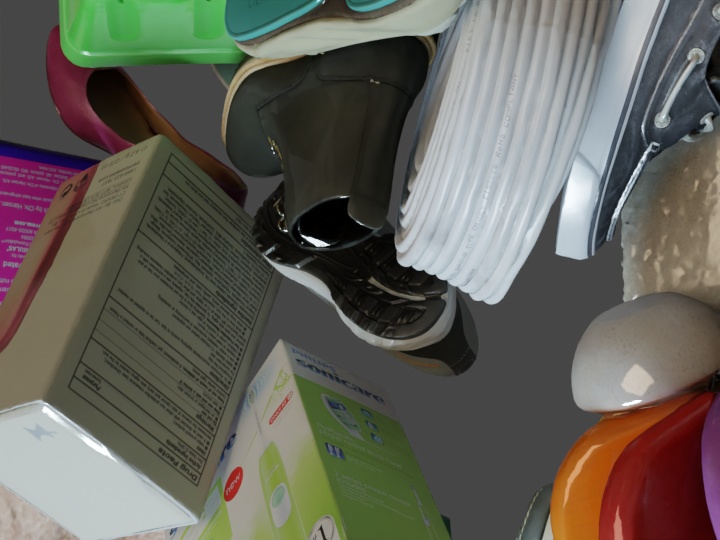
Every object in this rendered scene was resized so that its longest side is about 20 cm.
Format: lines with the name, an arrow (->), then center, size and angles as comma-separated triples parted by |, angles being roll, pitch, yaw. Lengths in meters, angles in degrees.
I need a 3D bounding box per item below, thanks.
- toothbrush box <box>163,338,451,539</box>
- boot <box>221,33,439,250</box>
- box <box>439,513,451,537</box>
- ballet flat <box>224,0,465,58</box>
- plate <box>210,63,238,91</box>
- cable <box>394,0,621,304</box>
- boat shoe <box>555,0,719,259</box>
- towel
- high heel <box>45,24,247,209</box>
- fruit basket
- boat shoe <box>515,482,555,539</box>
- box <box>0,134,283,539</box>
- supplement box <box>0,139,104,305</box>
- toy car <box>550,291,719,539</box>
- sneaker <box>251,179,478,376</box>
toothbrush box -> -0.033, 0.159, 0.758 | 0.146, 0.085, 0.200 | -55, 25, 17
boot -> -0.037, -0.060, 0.763 | 0.200, 0.077, 0.140 | -34, 39, 56
box -> 0.006, 0.224, 0.774 | 0.117, 0.048, 0.202 | -44, 34, 34
ballet flat -> 0.009, -0.137, 0.646 | 0.199, 0.069, 0.070 | 0, 91, 54
plate -> -0.031, -0.195, 0.859 | 0.198, 0.025, 0.203 | 0, 90, 39
cable -> 0.069, -0.088, 0.677 | 0.200, 0.068, 0.202 | 114, 171, -68
boat shoe -> 0.148, -0.091, 0.649 | 0.067, 0.072, 0.202 | 19, 112, 6
towel -> 0.189, -0.075, 0.676 | 0.131, 0.034, 0.203 | 0, 91, 40
high heel -> -0.144, -0.105, 0.923 | 0.201, 0.067, 0.096 | 55, 133, 7
fruit basket -> -0.139, -0.230, 0.868 | 0.216, 0.153, 0.219 | 177, 90, -82
boat shoe -> 0.078, 0.204, 0.746 | 0.061, 0.072, 0.203 | 22, 109, 33
box -> -0.143, 0.042, 0.819 | 0.108, 0.128, 0.202 | -18, 41, 38
supplement box -> -0.247, 0.020, 0.914 | 0.101, 0.103, 0.203 | 0, 83, 48
toy car -> 0.174, 0.096, 0.599 | 0.199, 0.149, 0.177 | -19, 94, 37
sneaker -> 0.000, 0.000, 0.806 | 0.074, 0.079, 0.200 | -43, 44, -1
